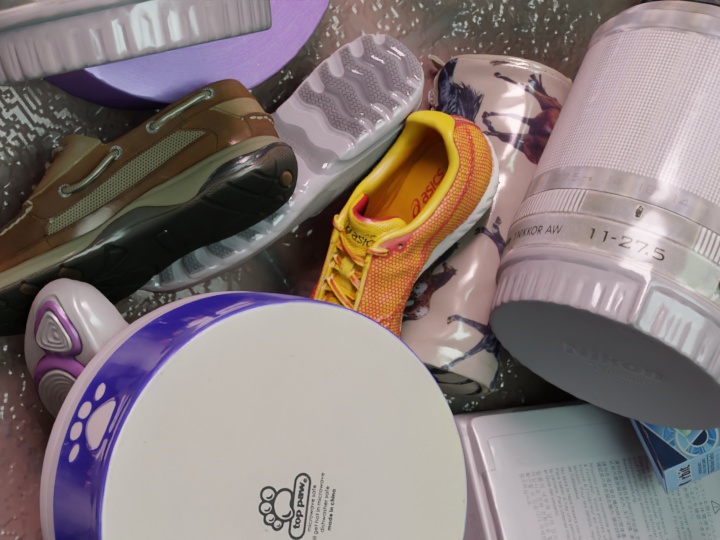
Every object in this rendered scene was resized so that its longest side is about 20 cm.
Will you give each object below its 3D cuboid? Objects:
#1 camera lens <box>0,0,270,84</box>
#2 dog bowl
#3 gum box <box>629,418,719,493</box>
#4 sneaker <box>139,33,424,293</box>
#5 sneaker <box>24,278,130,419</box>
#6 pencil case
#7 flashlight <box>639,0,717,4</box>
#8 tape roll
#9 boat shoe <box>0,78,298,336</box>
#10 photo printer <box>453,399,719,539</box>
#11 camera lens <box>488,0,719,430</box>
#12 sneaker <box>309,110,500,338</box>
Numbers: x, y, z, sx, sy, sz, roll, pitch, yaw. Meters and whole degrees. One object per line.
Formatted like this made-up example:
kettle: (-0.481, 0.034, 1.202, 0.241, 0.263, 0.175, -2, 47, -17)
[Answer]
camera lens: (-0.130, -0.195, 0.846, 0.159, 0.160, 0.202, -15, 98, -28)
dog bowl: (-0.049, 0.111, 0.903, 0.198, 0.079, 0.203, 0, 91, -29)
gum box: (0.235, 0.014, 1.109, 0.198, 0.045, 0.171, -24, 63, 0)
sneaker: (-0.045, -0.044, 1.030, 0.199, 0.082, 0.075, -32, 69, -8)
sneaker: (-0.108, 0.059, 0.987, 0.100, 0.074, 0.201, -55, 139, -24)
pencil case: (0.060, -0.025, 1.089, 0.078, 0.089, 0.202, 26, 78, -56)
flashlight: (0.266, -0.131, 1.210, 0.199, 0.068, 0.068, 20, 56, -28)
tape roll: (-0.109, -0.188, 0.995, 0.198, 0.065, 0.203, -1, 92, -30)
boat shoe: (-0.130, -0.033, 0.965, 0.198, 0.076, 0.074, -26, 69, 0)
photo printer: (0.146, 0.159, 1.122, 0.198, 0.069, 0.168, -5, 72, -31)
camera lens: (0.173, -0.034, 1.030, 0.159, 0.159, 0.201, 34, 70, -26)
sneaker: (0.000, 0.000, 1.026, 0.077, 0.073, 0.201, 22, 97, -54)
